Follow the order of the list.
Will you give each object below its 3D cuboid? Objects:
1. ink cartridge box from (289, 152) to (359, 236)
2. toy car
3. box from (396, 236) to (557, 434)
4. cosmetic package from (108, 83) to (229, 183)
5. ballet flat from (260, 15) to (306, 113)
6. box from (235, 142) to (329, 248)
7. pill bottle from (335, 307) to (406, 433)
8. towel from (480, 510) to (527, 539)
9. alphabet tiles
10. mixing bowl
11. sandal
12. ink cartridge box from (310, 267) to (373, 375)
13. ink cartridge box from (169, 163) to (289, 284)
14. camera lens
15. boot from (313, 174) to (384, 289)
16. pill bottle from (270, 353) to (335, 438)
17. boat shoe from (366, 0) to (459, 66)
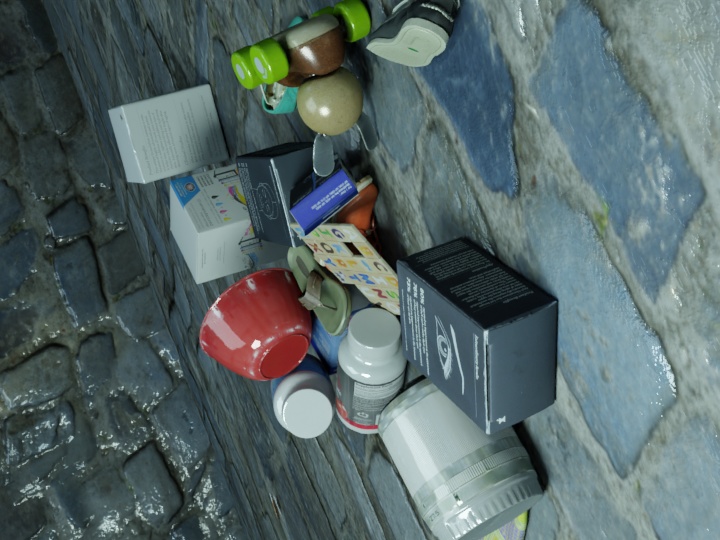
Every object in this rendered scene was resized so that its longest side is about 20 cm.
[{"bbox_3d":[-0.055,-0.114,1.340,0.039,0.099,0.200,51,-175,-16],"label":"ink cartridge box"},{"bbox_3d":[-0.052,-0.241,1.263,0.157,0.163,0.202,13,130,64],"label":"toy car"},{"bbox_3d":[0.138,0.073,1.118,0.200,0.103,0.150,41,143,50],"label":"box"},{"bbox_3d":[-0.416,-0.295,1.997,0.166,0.198,0.170,14,120,64],"label":"cosmetic package"},{"bbox_3d":[-0.124,-0.315,1.466,0.068,0.070,0.201,61,156,22],"label":"ballet flat"},{"bbox_3d":[-0.118,-0.131,1.552,0.199,0.106,0.151,17,122,64],"label":"box"},{"bbox_3d":[0.017,0.157,1.460,0.111,0.110,0.202,53,152,37],"label":"pill bottle"},{"bbox_3d":[0.186,0.348,1.332,0.144,0.023,0.202,54,152,38],"label":"towel"},{"bbox_3d":[0.000,0.000,1.358,0.200,0.008,0.166,48,157,-27],"label":"alphabet tiles"},{"bbox_3d":[-0.153,0.106,1.523,0.108,0.198,0.202,46,148,33],"label":"mixing bowl"},{"bbox_3d":[-0.077,0.032,1.476,0.201,0.057,0.080,50,128,39],"label":"sandal"},{"bbox_3d":[-0.047,0.083,1.603,0.137,0.076,0.201,57,155,31],"label":"ink cartridge box"},{"bbox_3d":[-0.242,-0.098,1.748,0.148,0.198,0.146,56,152,31],"label":"ink cartridge box"},{"bbox_3d":[0.126,0.237,1.203,0.201,0.158,0.161,60,156,24],"label":"camera lens"},{"bbox_3d":[0.003,-0.054,1.400,0.107,0.075,0.201,41,142,16],"label":"boot"},{"bbox_3d":[-0.098,0.215,1.581,0.200,0.107,0.110,-131,25,-79],"label":"pill bottle"},{"bbox_3d":[0.063,-0.285,1.086,0.200,0.071,0.069,-174,103,-73],"label":"boat shoe"}]
